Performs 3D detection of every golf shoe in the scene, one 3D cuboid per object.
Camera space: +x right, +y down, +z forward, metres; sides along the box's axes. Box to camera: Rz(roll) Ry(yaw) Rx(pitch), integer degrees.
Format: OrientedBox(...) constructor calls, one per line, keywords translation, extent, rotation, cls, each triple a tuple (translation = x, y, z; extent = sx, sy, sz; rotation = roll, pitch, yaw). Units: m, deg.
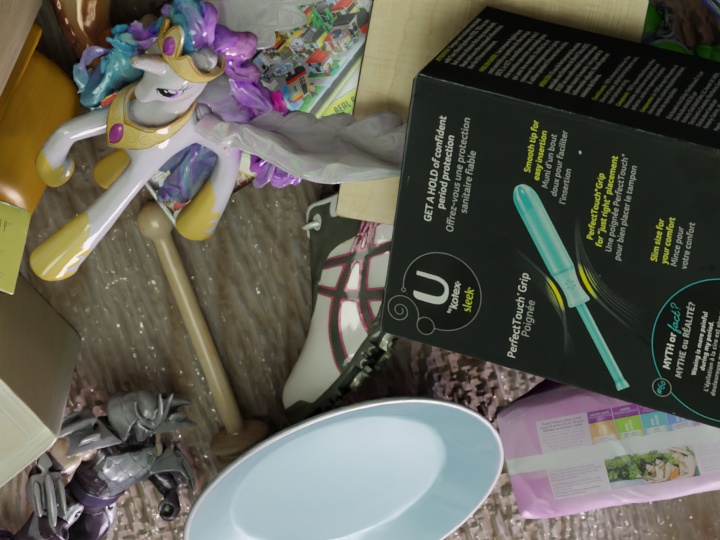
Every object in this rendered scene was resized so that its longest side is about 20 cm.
OrientedBox(translation=(0.000, 0.000, 1.747), extent=(0.088, 0.077, 0.201), rotation=(34, 108, 6), cls="golf shoe")

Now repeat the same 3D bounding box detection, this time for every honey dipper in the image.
OrientedBox(translation=(-0.090, 0.050, 1.781), extent=(0.038, 0.038, 0.201), rotation=(-16, 111, 8), cls="honey dipper")

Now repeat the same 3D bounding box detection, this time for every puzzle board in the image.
OrientedBox(translation=(0.076, -0.115, 1.660), extent=(0.150, 0.017, 0.201), rotation=(10, 102, -1), cls="puzzle board")

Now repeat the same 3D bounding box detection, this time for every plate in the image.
OrientedBox(translation=(-0.012, 0.128, 1.779), extent=(0.199, 0.026, 0.201), rotation=(-15, 147, -10), cls="plate")

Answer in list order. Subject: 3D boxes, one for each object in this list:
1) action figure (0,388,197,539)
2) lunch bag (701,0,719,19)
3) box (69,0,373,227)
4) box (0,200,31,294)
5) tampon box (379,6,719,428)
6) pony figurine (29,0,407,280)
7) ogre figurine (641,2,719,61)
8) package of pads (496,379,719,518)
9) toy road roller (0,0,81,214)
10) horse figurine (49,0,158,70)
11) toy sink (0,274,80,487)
OrientedBox(translation=(-0.163, 0.140, 1.793), extent=(0.130, 0.070, 0.200), rotation=(1, 136, -43), cls="action figure")
OrientedBox(translation=(0.208, -0.203, 1.547), extent=(0.123, 0.170, 0.201), rotation=(-11, 83, 9), cls="lunch bag")
OrientedBox(translation=(-0.053, -0.122, 1.702), extent=(0.199, 0.035, 0.110), rotation=(-31, 110, 14), cls="box")
OrientedBox(translation=(-0.270, -0.017, 1.670), extent=(0.075, 0.199, 0.050), rotation=(22, 75, -38), cls="box")
OrientedBox(translation=(0.129, -0.031, 1.567), extent=(0.199, 0.126, 0.151), rotation=(16, 116, 15), cls="tampon box")
OrientedBox(translation=(-0.078, -0.085, 1.614), extent=(0.167, 0.192, 0.200), rotation=(60, 140, 17), cls="pony figurine")
OrientedBox(translation=(0.200, -0.043, 1.686), extent=(0.097, 0.120, 0.201), rotation=(-5, 115, 4), cls="ogre figurine")
OrientedBox(translation=(0.189, 0.083, 1.716), extent=(0.199, 0.120, 0.076), rotation=(-13, 95, 25), cls="package of pads")
OrientedBox(translation=(-0.212, -0.098, 1.637), extent=(0.146, 0.200, 0.124), rotation=(30, 71, -23), cls="toy road roller")
OrientedBox(translation=(-0.171, -0.213, 1.654), extent=(0.200, 0.050, 0.133), rotation=(37, 106, -13), cls="horse figurine")
OrientedBox(translation=(-0.276, 0.088, 1.751), extent=(0.200, 0.131, 0.112), rotation=(-38, 108, 18), cls="toy sink")
